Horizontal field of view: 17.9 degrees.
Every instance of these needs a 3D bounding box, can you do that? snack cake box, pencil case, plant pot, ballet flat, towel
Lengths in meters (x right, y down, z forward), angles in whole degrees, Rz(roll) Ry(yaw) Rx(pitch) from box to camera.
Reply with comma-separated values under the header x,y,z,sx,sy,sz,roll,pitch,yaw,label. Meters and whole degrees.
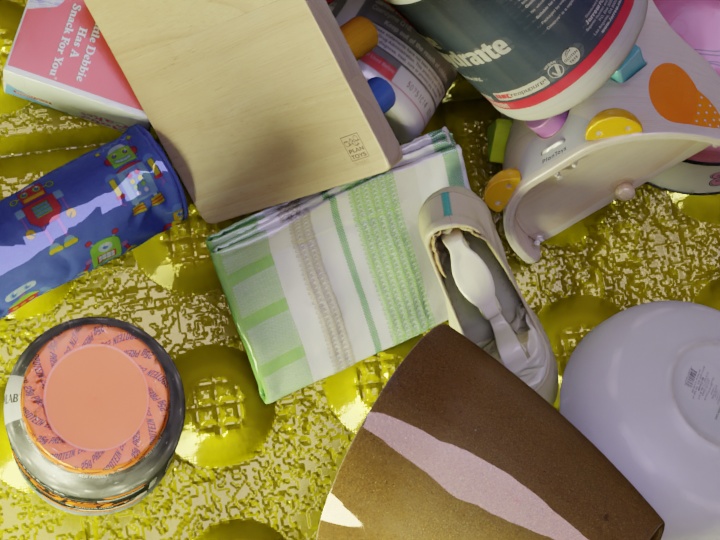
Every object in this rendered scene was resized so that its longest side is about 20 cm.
x,y,z,sx,sy,sz,roll,pitch,yaw,label
-0.180,-0.213,1.695,0.114,0.067,0.201,19,78,-5,snack cake box
-0.221,-0.024,1.648,0.199,0.087,0.078,-31,58,-13,pencil case
0.100,0.167,1.572,0.199,0.187,0.187,29,77,15,plant pot
0.094,0.035,1.642,0.069,0.069,0.201,-32,112,-12,ballet flat
0.000,0.000,1.655,0.199,0.031,0.150,-26,120,-11,towel

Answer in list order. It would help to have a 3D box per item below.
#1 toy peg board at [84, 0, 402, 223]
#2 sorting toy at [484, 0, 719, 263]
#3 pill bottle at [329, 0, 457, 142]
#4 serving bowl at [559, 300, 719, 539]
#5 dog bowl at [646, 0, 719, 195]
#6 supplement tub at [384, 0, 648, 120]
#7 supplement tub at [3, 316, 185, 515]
x,y,z,sx,sy,sz,roll,pitch,yaw,label
-0.063,-0.159,1.597,0.098,0.199,0.200,-40,108,-41,toy peg board
0.156,-0.136,1.669,0.106,0.199,0.181,23,49,-39,sorting toy
0.044,-0.206,1.689,0.114,0.114,0.201,33,77,0,pill bottle
0.246,0.104,1.650,0.199,0.066,0.201,11,58,-17,serving bowl
0.260,-0.163,1.736,0.199,0.074,0.202,1,78,-7,dog bowl
0.088,-0.211,1.557,0.200,0.140,0.141,40,75,-30,supplement tub
-0.182,0.100,1.567,0.122,0.200,0.124,1,79,-6,supplement tub
